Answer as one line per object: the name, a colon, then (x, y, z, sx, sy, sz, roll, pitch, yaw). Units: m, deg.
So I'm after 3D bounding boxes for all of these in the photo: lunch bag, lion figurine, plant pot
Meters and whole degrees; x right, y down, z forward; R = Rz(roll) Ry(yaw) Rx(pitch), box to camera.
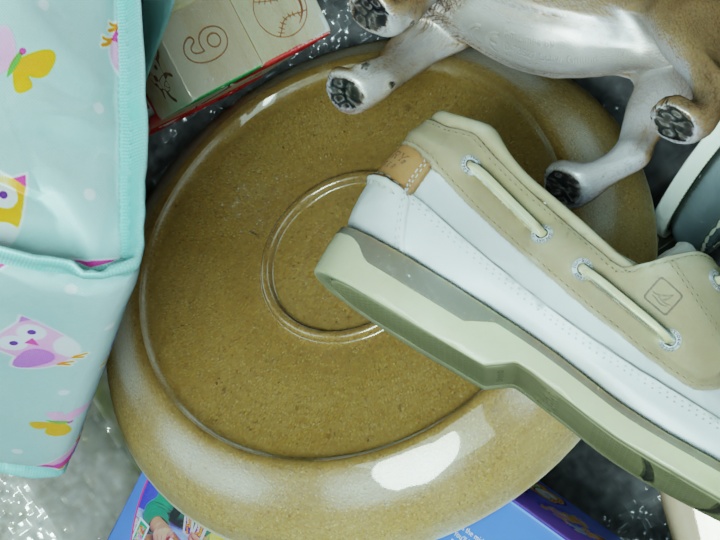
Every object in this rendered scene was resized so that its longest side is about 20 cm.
lunch bag: (-0.124, -0.056, 0.856, 0.121, 0.171, 0.201, 5, 62, -12)
lion figurine: (0.069, -0.086, 0.909, 0.199, 0.122, 0.073, 30, 136, 19)
plant pot: (0.000, 0.000, 0.927, 0.199, 0.028, 0.201, -12, 57, 18)

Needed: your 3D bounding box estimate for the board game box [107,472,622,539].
board game box: (0.002, 0.115, 0.932, 0.200, 0.045, 0.135, 35, 101, 37)

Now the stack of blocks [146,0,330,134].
stack of blocks: (-0.100, -0.144, 0.935, 0.058, 0.115, 0.201, -28, 94, -27)

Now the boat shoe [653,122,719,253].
boat shoe: (0.184, -0.066, 0.919, 0.200, 0.073, 0.062, -41, 81, 5)

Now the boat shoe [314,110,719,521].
boat shoe: (0.087, 0.023, 0.839, 0.199, 0.075, 0.069, 31, 82, -2)

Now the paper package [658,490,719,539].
paper package: (0.209, 0.111, 0.908, 0.190, 0.103, 0.201, -16, 91, 11)
